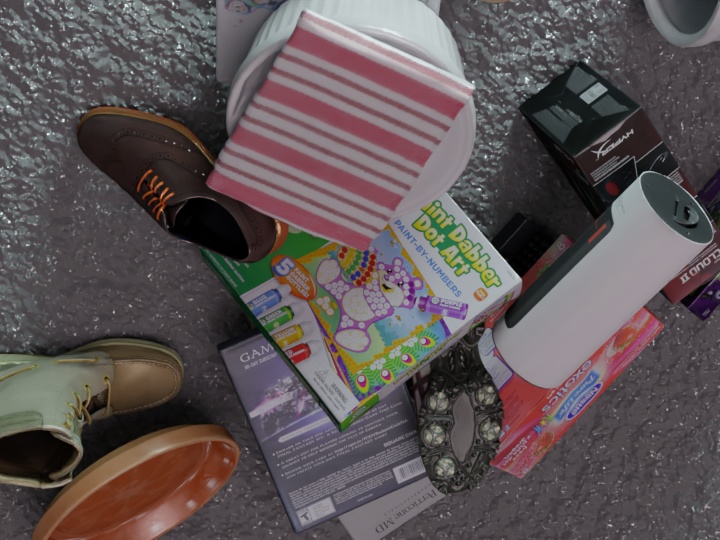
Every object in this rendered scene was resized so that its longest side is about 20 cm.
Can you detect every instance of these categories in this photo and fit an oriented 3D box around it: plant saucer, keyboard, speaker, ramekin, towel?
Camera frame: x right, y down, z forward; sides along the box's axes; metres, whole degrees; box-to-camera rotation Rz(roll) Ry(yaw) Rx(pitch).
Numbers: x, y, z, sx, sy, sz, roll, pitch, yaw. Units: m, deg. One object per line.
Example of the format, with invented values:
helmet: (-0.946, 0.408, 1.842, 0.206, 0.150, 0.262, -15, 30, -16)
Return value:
plant saucer: (-0.200, 0.197, 1.455, 0.200, 0.032, 0.200, -28, 157, -13)
keyboard: (0.093, 0.029, 1.535, 0.127, 0.021, 0.200, 38, 97, -26)
speaker: (0.202, 0.010, 1.380, 0.081, 0.081, 0.200, 26, 126, -24)
ramekin: (-0.005, -0.142, 1.328, 0.202, 0.094, 0.203, 2, 136, 2)
towel: (-0.020, -0.106, 1.282, 0.146, 0.030, 0.200, 23, 132, -14)

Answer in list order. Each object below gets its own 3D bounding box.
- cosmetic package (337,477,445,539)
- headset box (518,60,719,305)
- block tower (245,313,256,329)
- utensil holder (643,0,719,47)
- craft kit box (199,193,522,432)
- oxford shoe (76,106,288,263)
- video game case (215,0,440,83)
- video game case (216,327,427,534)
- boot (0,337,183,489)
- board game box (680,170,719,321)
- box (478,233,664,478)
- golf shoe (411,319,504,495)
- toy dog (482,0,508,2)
cosmetic package: (-0.015, 0.149, 1.524, 0.101, 0.071, 0.200, -34, 117, -1)
headset box: (0.241, -0.072, 1.465, 0.075, 0.149, 0.200, -37, 117, 3)
block tower: (-0.011, -0.005, 1.464, 0.200, 0.054, 0.058, -23, 95, -6)
utensil holder: (0.361, -0.282, 1.404, 0.200, 0.170, 0.170, -6, 113, -15)
craft kit box: (0.000, 0.000, 1.402, 0.197, 0.049, 0.200, -37, 75, -12)
oxford shoe: (-0.155, -0.072, 1.356, 0.200, 0.073, 0.071, 29, 114, 8)
video game case: (-0.026, -0.227, 1.328, 0.182, 0.024, 0.200, 4, 136, -1)
video game case: (-0.027, 0.124, 1.461, 0.143, 0.019, 0.200, -23, 114, -6)
boot: (-0.240, 0.121, 1.401, 0.200, 0.155, 0.072, -4, 112, -14)
board game box: (0.351, -0.055, 1.520, 0.032, 0.120, 0.200, 37, 99, -28)
box: (0.166, 0.080, 1.516, 0.200, 0.103, 0.095, -48, 149, 6)
golf shoe: (0.080, 0.097, 1.467, 0.077, 0.088, 0.200, -3, 89, -11)
toy dog: (0.047, -0.291, 1.354, 0.200, 0.096, 0.132, 41, 54, -19)
